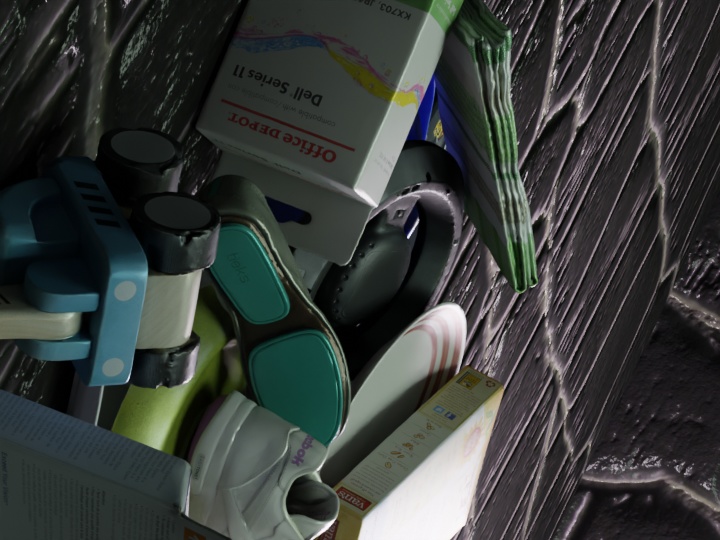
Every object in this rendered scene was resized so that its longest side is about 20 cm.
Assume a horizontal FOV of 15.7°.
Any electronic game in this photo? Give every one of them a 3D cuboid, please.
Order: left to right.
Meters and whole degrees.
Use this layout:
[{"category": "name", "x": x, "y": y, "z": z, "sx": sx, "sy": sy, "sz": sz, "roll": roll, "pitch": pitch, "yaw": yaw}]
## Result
[{"category": "electronic game", "x": 0.000, "y": 0.000, "z": 1.765, "sx": 0.200, "sy": 0.042, "sz": 0.200, "roll": -38, "pitch": 149, "yaw": -29}]

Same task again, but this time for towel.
[{"category": "towel", "x": 0.081, "y": -0.103, "z": 1.753, "sx": 0.149, "sy": 0.031, "sz": 0.200, "roll": -116, "pitch": -168, "yaw": -55}]

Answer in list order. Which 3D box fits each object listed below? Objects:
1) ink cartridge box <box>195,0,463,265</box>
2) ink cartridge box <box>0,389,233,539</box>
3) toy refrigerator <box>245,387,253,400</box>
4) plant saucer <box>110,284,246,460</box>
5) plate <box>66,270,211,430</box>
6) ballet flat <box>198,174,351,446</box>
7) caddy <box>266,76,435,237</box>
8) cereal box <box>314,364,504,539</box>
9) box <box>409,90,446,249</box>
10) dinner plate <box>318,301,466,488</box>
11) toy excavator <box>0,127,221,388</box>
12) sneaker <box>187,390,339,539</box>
[{"category": "ink cartridge box", "x": -0.025, "y": -0.117, "z": 1.645, "sx": 0.067, "sy": 0.117, "sz": 0.200, "roll": 40, "pitch": 71, "yaw": -75}, {"category": "ink cartridge box", "x": -0.144, "y": 0.165, "z": 1.442, "sx": 0.200, "sy": 0.200, "sz": 0.041, "roll": 98, "pitch": 19, "yaw": -46}, {"category": "toy refrigerator", "x": -0.069, "y": 0.102, "z": 1.895, "sx": 0.200, "sy": 0.076, "sz": 0.070, "roll": -50, "pitch": 157, "yaw": -54}, {"category": "plant saucer", "x": -0.117, "y": 0.108, "z": 1.681, "sx": 0.200, "sy": 0.031, "sz": 0.200, "roll": 22, "pitch": 90, "yaw": -77}, {"category": "plate", "x": -0.143, "y": 0.075, "z": 1.663, "sx": 0.200, "sy": 0.032, "sz": 0.200, "roll": -44, "pitch": 152, "yaw": -60}, {"category": "ballet flat", "x": -0.053, "y": 0.024, "z": 1.654, "sx": 0.064, "sy": 0.067, "sz": 0.200, "roll": -89, "pitch": 160, "yaw": -54}, {"category": "caddy", "x": -0.002, "y": -0.067, "z": 1.830, "sx": 0.141, "sy": 0.105, "sz": 0.200, "roll": -54, "pitch": 160, "yaw": -48}, {"category": "cereal box", "x": 0.025, "y": 0.172, "z": 1.855, "sx": 0.200, "sy": 0.039, "sz": 0.144, "roll": -38, "pitch": 150, "yaw": -48}, {"category": "box", "x": 0.025, "y": -0.069, "z": 2.059, "sx": 0.159, "sy": 0.046, "sz": 0.200, "roll": 93, "pitch": 23, "yaw": -53}, {"category": "dinner plate", "x": 0.012, "y": 0.107, "z": 1.823, "sx": 0.200, "sy": 0.024, "sz": 0.200, "roll": -51, "pitch": 160, "yaw": -27}, {"category": "toy excavator", "x": -0.172, "y": 0.015, "z": 1.345, "sx": 0.195, "sy": 0.200, "sz": 0.100, "roll": -123, "pitch": -143, "yaw": -49}, {"category": "sneaker", "x": -0.069, "y": 0.171, "z": 1.688, "sx": 0.075, "sy": 0.099, "sz": 0.200, "roll": -59, "pitch": 165, "yaw": -44}]
